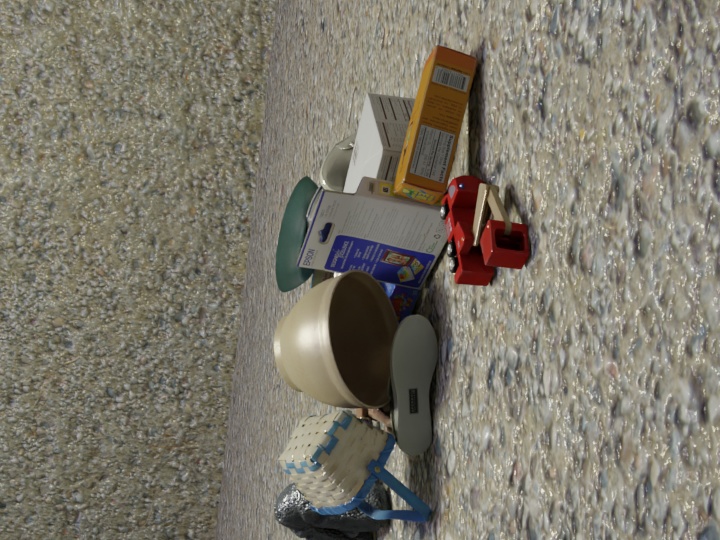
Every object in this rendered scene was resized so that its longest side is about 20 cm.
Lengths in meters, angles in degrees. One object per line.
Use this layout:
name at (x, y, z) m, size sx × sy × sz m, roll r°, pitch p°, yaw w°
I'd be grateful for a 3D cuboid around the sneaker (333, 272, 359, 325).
sneaker at (0.000, 0.000, 1.712) m, size 0.115 × 0.075 × 0.204 m, roll 2°, pitch 85°, yaw 61°

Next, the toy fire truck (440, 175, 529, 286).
toy fire truck at (0.150, -0.058, 1.335) m, size 0.142 × 0.048 × 0.202 m, roll 110°, pitch 160°, yaw -48°

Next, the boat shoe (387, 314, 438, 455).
boat shoe at (0.069, 0.164, 1.563) m, size 0.064 × 0.070 × 0.203 m, roll -171°, pitch 84°, yaw -75°

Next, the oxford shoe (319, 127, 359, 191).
oxford shoe at (0.004, -0.201, 1.777) m, size 0.200 × 0.075 × 0.058 m, roll -45°, pitch 2°, yaw -29°

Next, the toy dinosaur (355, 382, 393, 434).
toy dinosaur at (0.016, 0.193, 1.682) m, size 0.200 × 0.085 × 0.138 m, roll -139°, pitch 42°, yaw -76°

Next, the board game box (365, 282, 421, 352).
board game box at (0.031, 0.037, 1.748) m, size 0.201 × 0.044 × 0.136 m, roll -114°, pitch 44°, yaw -61°

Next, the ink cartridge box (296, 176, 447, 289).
ink cartridge box at (0.023, -0.056, 1.546) m, size 0.198 × 0.197 × 0.048 m, roll 115°, pitch 165°, yaw -55°

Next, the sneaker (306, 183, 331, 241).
sneaker at (0.001, -0.117, 1.799) m, size 0.200 × 0.114 × 0.081 m, roll -52°, pitch -25°, yaw -31°

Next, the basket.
basket at (-0.005, 0.297, 1.557) m, size 0.139 × 0.200 × 0.176 m, roll -51°, pitch 16°, yaw -29°

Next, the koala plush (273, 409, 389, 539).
koala plush at (-0.045, 0.348, 1.820) m, size 0.178 × 0.181 × 0.202 m, roll 113°, pitch 169°, yaw -52°

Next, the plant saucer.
plant saucer at (-0.095, -0.058, 1.834) m, size 0.200 × 0.035 × 0.203 m, roll 13°, pitch -90°, yaw -78°

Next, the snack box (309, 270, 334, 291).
snack box at (-0.041, 0.093, 1.877) m, size 0.037 × 0.114 × 0.203 m, roll 114°, pitch 167°, yaw -63°

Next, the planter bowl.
planter bowl at (-0.044, 0.111, 1.590) m, size 0.133 × 0.200 × 0.203 m, roll -13°, pitch 67°, yaw 30°

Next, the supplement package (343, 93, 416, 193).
supplement package at (0.051, -0.141, 1.644) m, size 0.157 × 0.109 × 0.202 m, roll -102°, pitch 22°, yaw -48°

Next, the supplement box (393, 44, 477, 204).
supplement box at (0.101, -0.196, 1.456) m, size 0.067 × 0.068 × 0.203 m, roll 135°, pitch 152°, yaw -77°
